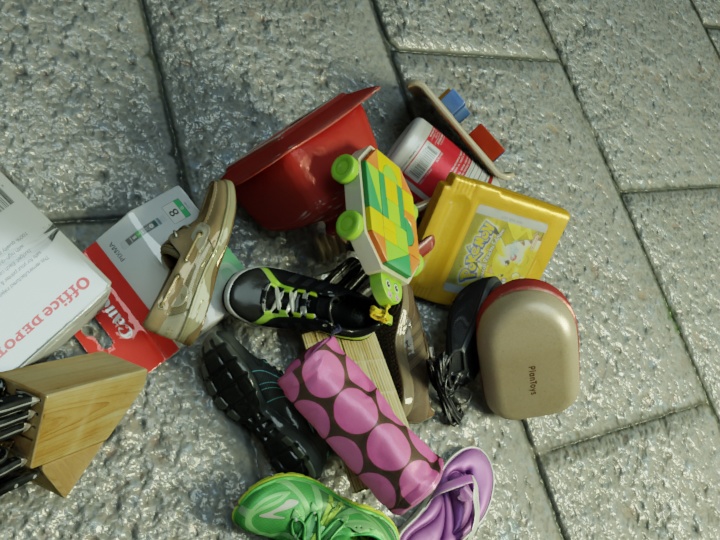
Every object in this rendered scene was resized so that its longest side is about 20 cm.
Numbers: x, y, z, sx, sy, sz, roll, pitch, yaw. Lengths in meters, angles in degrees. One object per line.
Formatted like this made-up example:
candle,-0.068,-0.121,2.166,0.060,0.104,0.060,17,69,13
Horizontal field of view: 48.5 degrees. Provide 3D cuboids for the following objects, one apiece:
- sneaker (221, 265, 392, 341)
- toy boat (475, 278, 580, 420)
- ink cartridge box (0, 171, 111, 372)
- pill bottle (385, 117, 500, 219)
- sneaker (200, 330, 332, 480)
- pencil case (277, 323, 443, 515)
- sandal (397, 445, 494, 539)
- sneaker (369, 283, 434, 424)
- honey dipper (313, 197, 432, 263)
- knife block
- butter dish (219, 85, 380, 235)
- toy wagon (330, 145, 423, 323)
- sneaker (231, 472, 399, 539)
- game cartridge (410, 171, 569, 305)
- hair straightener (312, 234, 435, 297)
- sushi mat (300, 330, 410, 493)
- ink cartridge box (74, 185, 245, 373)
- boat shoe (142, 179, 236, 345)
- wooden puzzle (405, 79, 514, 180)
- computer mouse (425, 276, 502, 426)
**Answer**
sneaker,-0.057,0.034,0.917,0.197,0.083,0.073,10,78,-20
toy boat,0.215,0.090,1.050,0.128,0.202,0.132,-10,38,5
ink cartridge box,-0.373,0.003,0.801,0.200,0.084,0.146,45,60,-2
pill bottle,0.125,-0.114,1.139,0.199,0.112,0.113,38,53,-8
sneaker,-0.104,0.147,0.908,0.201,0.075,0.079,53,38,-3
pencil case,0.005,0.164,0.869,0.201,0.091,0.094,50,11,5
sandal,0.111,0.291,0.958,0.083,0.050,0.203,46,52,-1
sneaker,0.055,0.098,1.029,0.075,0.070,0.203,22,57,-41
honey dipper,0.033,-0.066,1.058,0.198,0.038,0.038,-25,77,-11
knife block,-0.294,0.119,0.733,0.063,0.177,0.201,18,53,18
butter dish,-0.057,-0.113,1.002,0.199,0.199,0.149,-41,106,-38
toy wagon,0.027,-0.040,0.926,0.155,0.039,0.203,29,50,-53
sneaker,-0.039,0.275,0.850,0.198,0.084,0.075,22,101,-18
game cartridge,0.167,-0.027,1.090,0.197,0.178,0.033,13,22,-24
hair straightener,0.000,0.000,1.018,0.199,0.041,0.077,-40,66,-9
sushi mat,0.001,0.153,0.941,0.094,0.012,0.202,-10,63,-21
ink cartridge box,-0.237,0.014,0.907,0.162,0.050,0.199,51,50,3
boat shoe,-0.186,-0.021,0.882,0.064,0.071,0.203,20,60,-18
wooden puzzle,0.157,-0.214,1.186,0.200,0.046,0.185,45,11,1
computer mouse,0.132,0.087,1.048,0.052,0.139,0.201,11,52,29
